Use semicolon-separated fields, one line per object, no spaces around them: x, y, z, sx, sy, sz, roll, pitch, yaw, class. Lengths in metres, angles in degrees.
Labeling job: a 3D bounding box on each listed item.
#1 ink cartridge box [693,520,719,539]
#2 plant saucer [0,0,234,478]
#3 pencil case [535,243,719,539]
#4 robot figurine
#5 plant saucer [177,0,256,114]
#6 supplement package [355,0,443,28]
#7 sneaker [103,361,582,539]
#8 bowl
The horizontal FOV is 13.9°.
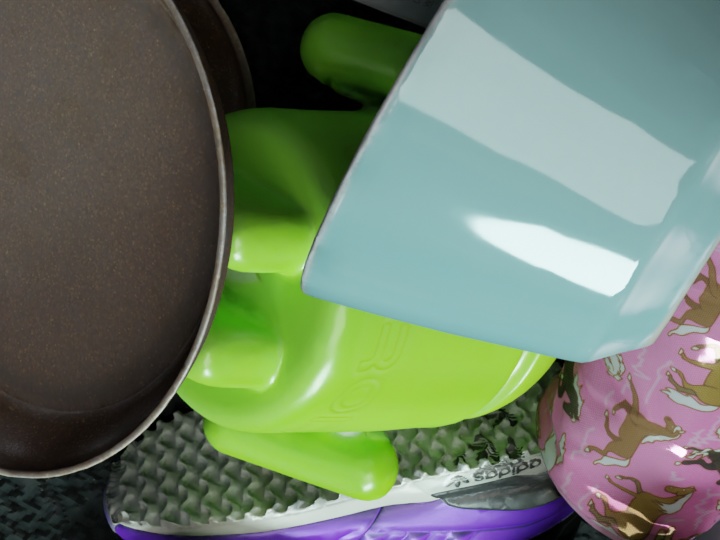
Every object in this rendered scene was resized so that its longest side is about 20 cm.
0.218;0.103;1.159;0.146;0.083;0.201;25;84;-20;ink cartridge box
-0.113;-0.031;1.009;0.032;0.200;0.201;-10;133;-51;plant saucer
0.130;0.019;1.073;0.082;0.087;0.200;-3;145;-22;pencil case
0.000;0.000;1.075;0.200;0.116;0.176;-1;110;-45;robot figurine
-0.139;-0.058;1.093;0.199;0.037;0.201;-4;121;-6;plant saucer
-0.031;-0.181;0.988;0.199;0.117;0.118;20;118;-17;supplement package
-0.001;0.103;1.188;0.199;0.070;0.100;-8;130;1;sneaker
0.078;-0.052;0.922;0.105;0.201;0.201;32;114;5;bowl
